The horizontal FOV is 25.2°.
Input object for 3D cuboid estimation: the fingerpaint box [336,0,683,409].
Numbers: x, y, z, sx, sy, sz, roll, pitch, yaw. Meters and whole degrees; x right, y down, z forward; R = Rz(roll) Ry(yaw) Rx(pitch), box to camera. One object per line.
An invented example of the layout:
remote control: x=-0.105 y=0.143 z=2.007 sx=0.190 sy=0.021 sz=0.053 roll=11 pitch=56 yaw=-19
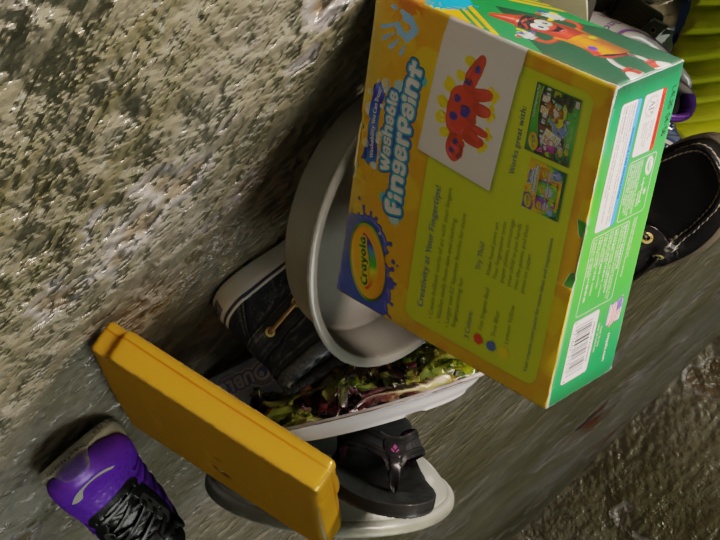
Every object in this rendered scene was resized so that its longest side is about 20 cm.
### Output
fingerpaint box: x=0.080 y=-0.051 z=0.927 sx=0.073 sy=0.166 sz=0.201 roll=-24 pitch=132 yaw=-44

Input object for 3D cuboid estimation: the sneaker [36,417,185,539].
sneaker: x=-0.172 y=0.177 z=1.205 sx=0.069 sy=0.100 sz=0.200 roll=-40 pitch=165 yaw=-7

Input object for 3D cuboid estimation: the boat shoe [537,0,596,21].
boat shoe: x=0.113 y=-0.205 z=0.912 sx=0.202 sy=0.073 sz=0.063 roll=92 pitch=11 yaw=-55

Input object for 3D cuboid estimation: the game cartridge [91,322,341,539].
game cartridge: x=-0.091 y=0.113 z=1.090 sx=0.033 sy=0.176 sz=0.200 roll=-55 pitch=169 yaw=-17

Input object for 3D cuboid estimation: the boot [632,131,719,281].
boot: x=0.147 y=-0.018 z=1.065 sx=0.150 sy=0.073 sz=0.200 roll=-18 pitch=171 yaw=-41

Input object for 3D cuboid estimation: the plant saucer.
plant saucer: x=-0.023 y=0.155 z=1.281 sx=0.200 sy=0.199 sz=0.051 roll=-12 pitch=110 yaw=-59

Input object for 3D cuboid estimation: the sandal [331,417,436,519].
sandal: x=0.012 y=0.129 z=1.184 sx=0.200 sy=0.075 sz=0.048 roll=-112 pitch=-152 yaw=-75

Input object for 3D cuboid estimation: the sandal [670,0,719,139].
sandal: x=0.254 y=-0.184 z=1.133 sx=0.087 sy=0.079 sz=0.201 roll=-49 pitch=143 yaw=-75

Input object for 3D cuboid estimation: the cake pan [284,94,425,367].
cake pan: x=0.023 y=-0.036 z=1.051 sx=0.200 sy=0.037 sz=0.201 roll=-30 pitch=133 yaw=-39

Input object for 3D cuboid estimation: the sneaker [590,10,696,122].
sneaker: x=0.185 y=-0.099 z=1.105 sx=0.073 sy=0.114 sz=0.201 roll=-54 pitch=138 yaw=-12

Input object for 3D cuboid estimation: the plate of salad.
plate of salad: x=0.003 y=0.083 z=1.175 sx=0.199 sy=0.048 sz=0.200 roll=-15 pitch=-178 yaw=1

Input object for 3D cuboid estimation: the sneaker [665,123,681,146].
sneaker: x=0.233 y=-0.082 z=1.393 sx=0.200 sy=0.077 sz=0.085 roll=-42 pitch=-174 yaw=-19

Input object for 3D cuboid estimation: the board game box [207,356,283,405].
board game box: x=-0.015 y=0.081 z=1.328 sx=0.199 sy=0.044 sz=0.199 roll=-26 pitch=166 yaw=6

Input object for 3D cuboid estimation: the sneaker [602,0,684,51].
sneaker: x=0.188 y=-0.167 z=1.189 sx=0.200 sy=0.067 sz=0.090 roll=-29 pitch=146 yaw=-19

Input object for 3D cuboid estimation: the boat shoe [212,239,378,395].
boat shoe: x=0.000 y=0.000 z=1.139 sx=0.200 sy=0.091 sz=0.071 roll=-38 pitch=165 yaw=-8
